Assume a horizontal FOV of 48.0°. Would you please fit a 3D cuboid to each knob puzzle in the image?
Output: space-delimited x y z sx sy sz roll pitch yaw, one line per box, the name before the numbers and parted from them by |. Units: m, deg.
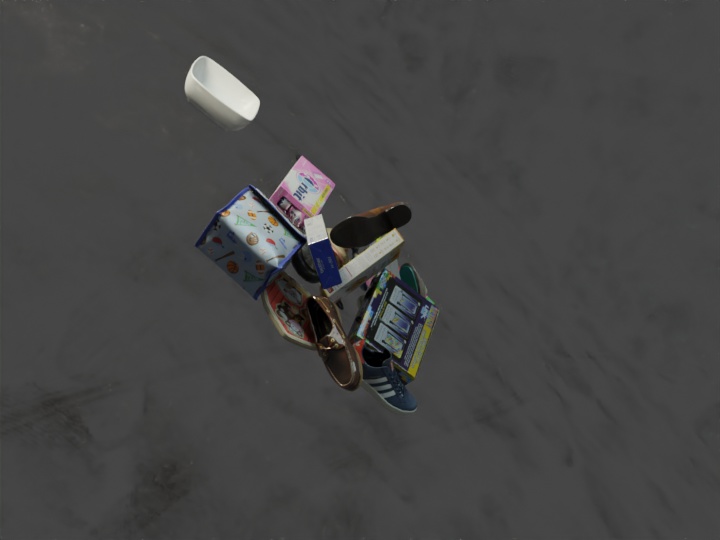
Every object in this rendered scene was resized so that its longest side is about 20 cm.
knob puzzle | -0.122 0.083 1.632 0.218 0.030 0.221 37 24 -19

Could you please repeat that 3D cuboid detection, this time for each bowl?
bowl | -0.361 -0.442 2.065 0.199 0.075 0.201 38 23 -17

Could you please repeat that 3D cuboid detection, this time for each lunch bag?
lunch bag | -0.202 -0.071 1.611 0.170 0.124 0.200 43 31 -3

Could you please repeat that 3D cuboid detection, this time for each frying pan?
frying pan | -0.096 0.006 1.751 0.114 0.031 0.194 -21 87 -55

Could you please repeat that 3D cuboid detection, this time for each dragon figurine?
dragon figurine | -0.008 0.012 1.875 0.057 0.201 0.101 12 60 0

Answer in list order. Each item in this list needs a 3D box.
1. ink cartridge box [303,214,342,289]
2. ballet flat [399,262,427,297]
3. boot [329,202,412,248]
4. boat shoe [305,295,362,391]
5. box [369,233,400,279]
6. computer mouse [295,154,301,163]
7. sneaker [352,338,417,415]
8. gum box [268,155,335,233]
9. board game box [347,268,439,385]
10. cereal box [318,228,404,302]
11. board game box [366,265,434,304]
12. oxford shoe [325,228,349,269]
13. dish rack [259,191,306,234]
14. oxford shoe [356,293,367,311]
ink cartridge box | -0.077 -0.041 1.619 0.200 0.043 0.096 -110 -177 -72
ballet flat | 0.133 0.076 1.926 0.067 0.067 0.205 -20 108 -49
boot | 0.024 -0.109 1.773 0.070 0.185 0.200 62 3 -7
boat shoe | -0.058 0.140 1.568 0.070 0.070 0.202 32 27 -56
box | 0.058 -0.004 1.882 0.122 0.047 0.205 -125 -157 -72
computer mouse | -0.156 -0.259 2.168 0.058 0.034 0.201 36 18 -25
sneaker | 0.053 0.213 1.636 0.199 0.085 0.075 37 23 -18
gum box | -0.144 -0.186 1.979 0.113 0.066 0.201 39 31 -10
board game box | 0.072 0.121 1.756 0.164 0.057 0.202 37 49 -13
cereal box | 0.000 0.000 1.699 0.040 0.198 0.144 52 -10 8
board game box | 0.090 0.047 2.040 0.200 0.040 0.153 45 22 1
oxford shoe | -0.053 -0.058 1.829 0.200 0.073 0.072 -130 -155 -62
dish rack | -0.162 -0.079 1.810 0.198 0.055 0.155 27 29 -37
oxford shoe | 0.045 0.123 1.815 0.075 0.058 0.202 28 30 -42
